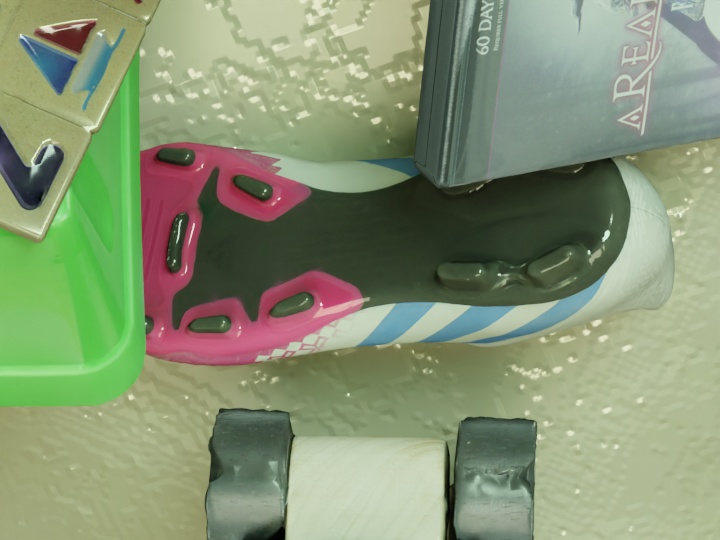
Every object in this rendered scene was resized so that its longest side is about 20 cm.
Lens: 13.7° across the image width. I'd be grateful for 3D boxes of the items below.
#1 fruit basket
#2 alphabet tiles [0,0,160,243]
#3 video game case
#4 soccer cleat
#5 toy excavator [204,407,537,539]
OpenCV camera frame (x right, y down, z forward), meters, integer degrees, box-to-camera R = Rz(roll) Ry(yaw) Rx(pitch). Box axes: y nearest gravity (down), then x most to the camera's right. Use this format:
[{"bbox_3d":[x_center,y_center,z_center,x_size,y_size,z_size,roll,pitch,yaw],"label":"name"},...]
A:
[{"bbox_3d":[-0.164,-0.009,0.880,0.216,0.156,0.216,-2,160,-1],"label":"fruit basket"},{"bbox_3d":[-0.154,-0.091,0.794,0.200,0.006,0.166,24,75,0],"label":"alphabet tiles"},{"bbox_3d":[0.109,-0.103,0.812,0.200,0.019,0.143,-12,123,-29],"label":"video game case"},{"bbox_3d":[0.000,0.000,0.908,0.200,0.086,0.070,-2,74,24],"label":"soccer cleat"},{"bbox_3d":[0.001,0.160,0.941,0.100,0.200,0.194,3,160,3],"label":"toy excavator"}]
